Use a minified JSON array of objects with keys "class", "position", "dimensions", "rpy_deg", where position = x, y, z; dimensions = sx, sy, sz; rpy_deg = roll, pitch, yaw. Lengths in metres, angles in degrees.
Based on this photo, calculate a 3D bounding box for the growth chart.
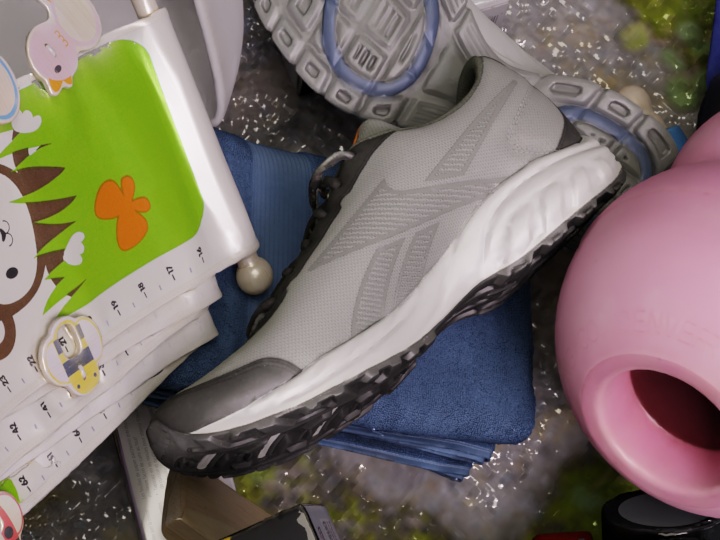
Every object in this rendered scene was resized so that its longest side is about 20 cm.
[{"class":"growth chart","position":[-0.103,0.000,0.666],"dimensions":[0.200,0.018,0.146],"rpy_deg":[-50,123,-38]}]

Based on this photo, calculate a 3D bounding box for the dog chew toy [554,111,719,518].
[{"class":"dog chew toy","position":[0.154,-0.006,0.744],"dimensions":[0.124,0.125,0.200],"rpy_deg":[37,53,7]}]

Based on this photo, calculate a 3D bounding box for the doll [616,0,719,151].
[{"class":"doll","position":[0.168,-0.058,0.846],"dimensions":[0.135,0.048,0.202],"rpy_deg":[12,76,-12]}]

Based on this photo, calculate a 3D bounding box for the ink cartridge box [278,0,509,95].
[{"class":"ink cartridge box","position":[-0.017,-0.180,0.877],"dimensions":[0.094,0.037,0.202],"rpy_deg":[-19,77,-11]}]

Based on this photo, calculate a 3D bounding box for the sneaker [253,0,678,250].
[{"class":"sneaker","position":[0.031,-0.073,0.809],"dimensions":[0.200,0.087,0.075],"rpy_deg":[40,89,-5]}]

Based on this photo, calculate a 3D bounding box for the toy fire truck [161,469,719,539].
[{"class":"toy fire truck","position":[0.034,0.133,0.698],"dimensions":[0.198,0.176,0.130],"rpy_deg":[-4,104,2]}]

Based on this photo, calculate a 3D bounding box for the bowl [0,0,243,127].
[{"class":"bowl","position":[-0.134,-0.151,0.759],"dimensions":[0.198,0.201,0.075],"rpy_deg":[14,61,19]}]

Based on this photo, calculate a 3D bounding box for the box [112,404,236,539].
[{"class":"box","position":[-0.068,0.080,0.780],"dimensions":[0.041,0.039,0.202],"rpy_deg":[-14,73,-10]}]

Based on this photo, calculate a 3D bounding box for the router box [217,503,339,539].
[{"class":"router box","position":[-0.045,0.191,0.611],"dimensions":[0.156,0.052,0.202],"rpy_deg":[-25,81,4]}]

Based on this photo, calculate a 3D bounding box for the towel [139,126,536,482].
[{"class":"towel","position":[-0.030,0.007,0.776],"dimensions":[0.198,0.049,0.113],"rpy_deg":[13,63,-22]}]

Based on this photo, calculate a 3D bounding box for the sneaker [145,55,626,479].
[{"class":"sneaker","position":[0.000,0.000,0.720],"dimensions":[0.200,0.074,0.079],"rpy_deg":[-39,84,-25]}]
